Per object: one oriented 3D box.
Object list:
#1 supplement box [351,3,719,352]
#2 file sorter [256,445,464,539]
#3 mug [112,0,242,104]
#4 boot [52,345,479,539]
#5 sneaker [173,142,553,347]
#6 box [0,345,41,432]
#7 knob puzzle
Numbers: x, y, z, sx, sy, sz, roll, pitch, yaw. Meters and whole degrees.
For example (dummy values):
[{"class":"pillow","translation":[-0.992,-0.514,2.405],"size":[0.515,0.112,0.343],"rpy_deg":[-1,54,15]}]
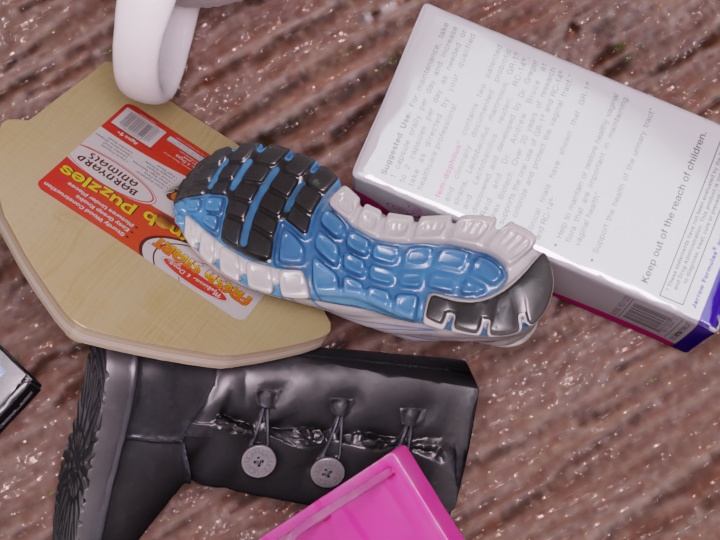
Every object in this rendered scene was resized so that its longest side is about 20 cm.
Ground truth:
[{"class":"supplement box","translation":[0.103,-0.045,1.135],"size":[0.199,0.101,0.104],"rpy_deg":[22,82,2]},{"class":"file sorter","translation":[-0.039,0.204,1.039],"size":[0.200,0.125,0.140],"rpy_deg":[-36,84,33]},{"class":"mug","translation":[-0.090,-0.184,1.115],"size":[0.146,0.175,0.202],"rpy_deg":[13,83,2]},{"class":"boot","translation":[-0.050,0.109,1.129],"size":[0.198,0.066,0.166],"rpy_deg":[5,125,-19]},{"class":"sneaker","translation":[0.000,0.000,1.097],"size":[0.199,0.087,0.075],"rpy_deg":[20,74,12]},{"class":"box","translation":[-0.294,0.050,1.149],"size":[0.200,0.044,0.160],"rpy_deg":[43,84,5]},{"class":"knob puzzle","translation":[-0.105,-0.012,1.107],"size":[0.219,0.220,0.031],"rpy_deg":[34,124,4]}]
